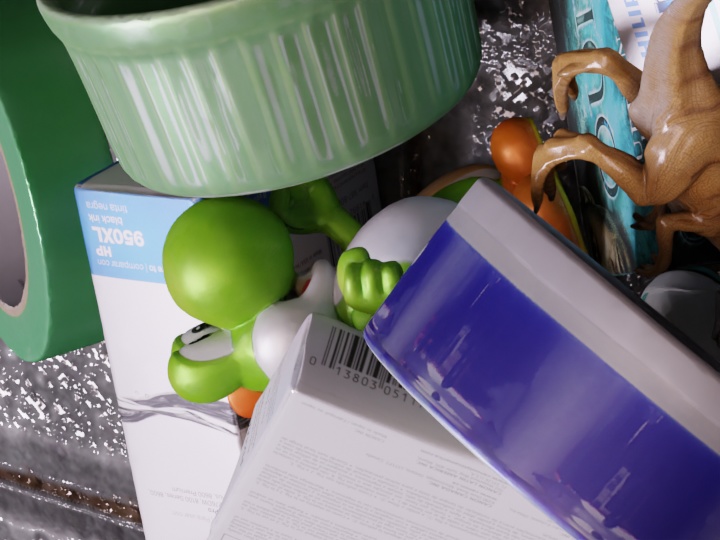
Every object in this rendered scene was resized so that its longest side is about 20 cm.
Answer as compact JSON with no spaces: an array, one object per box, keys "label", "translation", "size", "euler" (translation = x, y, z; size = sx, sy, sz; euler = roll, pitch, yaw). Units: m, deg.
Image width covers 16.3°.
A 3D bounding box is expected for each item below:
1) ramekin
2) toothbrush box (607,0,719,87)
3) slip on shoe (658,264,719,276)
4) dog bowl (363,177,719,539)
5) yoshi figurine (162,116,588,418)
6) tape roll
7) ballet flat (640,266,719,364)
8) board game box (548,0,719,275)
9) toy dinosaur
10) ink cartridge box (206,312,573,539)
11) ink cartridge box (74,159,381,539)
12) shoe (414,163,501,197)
[{"label":"ramekin","translation":[-0.040,-0.115,1.156],"size":[0.200,0.200,0.098],"euler":[1,121,34]},{"label":"toothbrush box","translation":[0.173,-0.169,0.968],"size":[0.085,0.200,0.147],"euler":[-4,109,48]},{"label":"slip on shoe","translation":[0.161,-0.012,1.151],"size":[0.076,0.061,0.200],"euler":[-23,98,40]},{"label":"dog bowl","translation":[0.100,0.056,0.969],"size":[0.200,0.200,0.079],"euler":[40,95,12]},{"label":"yoshi figurine","translation":[-0.005,-0.010,1.130],"size":[0.200,0.112,0.112],"euler":[-23,72,6]},{"label":"tape roll","translation":[-0.180,-0.053,1.312],"size":[0.200,0.048,0.201],"euler":[49,148,46]},{"label":"ballet flat","translation":[0.190,0.084,1.095],"size":[0.200,0.069,0.069],"euler":[43,130,-2]},{"label":"board game box","translation":[0.112,-0.098,1.076],"size":[0.135,0.028,0.200],"euler":[168,94,-80]},{"label":"toy dinosaur","translation":[0.115,-0.055,0.911],"size":[0.106,0.060,0.200],"euler":[9,144,27]},{"label":"ink cartridge box","translation":[0.017,0.115,1.146],"size":[0.162,0.057,0.200],"euler":[22,145,-7]},{"label":"ink cartridge box","translation":[-0.053,0.028,1.264],"size":[0.084,0.145,0.200],"euler":[5,115,34]},{"label":"shoe","translation":[0.023,0.039,1.206],"size":[0.070,0.200,0.053],"euler":[39,171,-38]}]
